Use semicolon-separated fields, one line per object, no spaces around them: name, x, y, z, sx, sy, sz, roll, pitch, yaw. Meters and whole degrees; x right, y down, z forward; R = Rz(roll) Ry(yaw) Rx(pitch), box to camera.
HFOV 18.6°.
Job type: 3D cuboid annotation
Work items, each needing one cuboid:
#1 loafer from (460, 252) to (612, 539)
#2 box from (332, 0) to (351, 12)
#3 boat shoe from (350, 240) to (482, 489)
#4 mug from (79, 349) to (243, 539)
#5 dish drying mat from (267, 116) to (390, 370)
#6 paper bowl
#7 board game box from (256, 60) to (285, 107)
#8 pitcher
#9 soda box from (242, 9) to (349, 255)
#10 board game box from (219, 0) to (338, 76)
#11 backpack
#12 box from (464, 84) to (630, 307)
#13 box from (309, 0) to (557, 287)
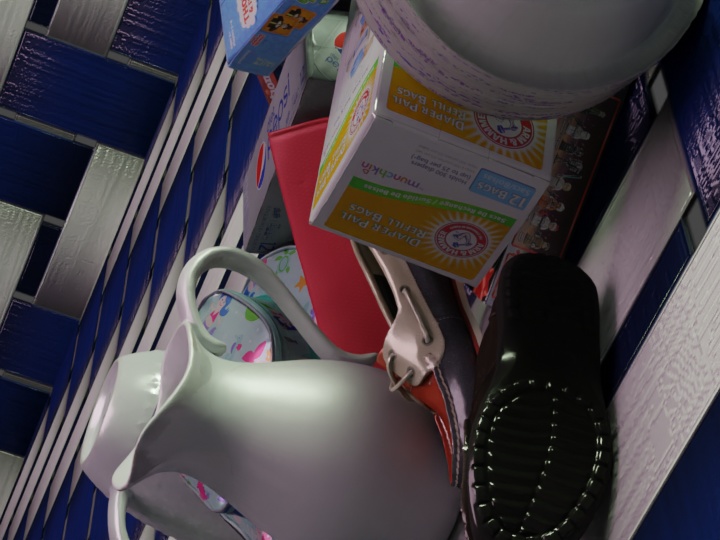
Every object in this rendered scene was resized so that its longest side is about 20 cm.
loafer;0.090;0.083;1.135;0.072;0.073;0.201;107;178;-46
box;0.041;-0.238;1.497;0.117;0.199;0.198;136;152;-65
boat shoe;0.039;0.043;1.296;0.071;0.062;0.201;100;161;-56
mug;-0.124;0.158;1.677;0.148;0.174;0.201;126;161;-53
dish drying mat;0.000;0.000;1.398;0.018;0.076;0.201;-21;-83;-71
paper bowl;0.097;-0.189;1.173;0.104;0.200;0.202;146;141;-68
board game box;-0.051;-0.185;1.555;0.019;0.201;0.103;-4;28;36
pitcher;-0.033;0.084;1.337;0.121;0.199;0.172;134;153;-63
soda box;-0.027;-0.088;1.474;0.200;0.068;0.064;113;158;-53
board game box;-0.028;-0.235;1.329;0.200;0.036;0.152;-41;48;44
backpack;-0.042;0.085;1.500;0.201;0.150;0.177;-61;36;7
box;0.111;-0.080;1.326;0.137;0.040;0.201;-131;61;-75
box;0.049;-0.108;1.276;0.102;0.112;0.201;123;164;-46
